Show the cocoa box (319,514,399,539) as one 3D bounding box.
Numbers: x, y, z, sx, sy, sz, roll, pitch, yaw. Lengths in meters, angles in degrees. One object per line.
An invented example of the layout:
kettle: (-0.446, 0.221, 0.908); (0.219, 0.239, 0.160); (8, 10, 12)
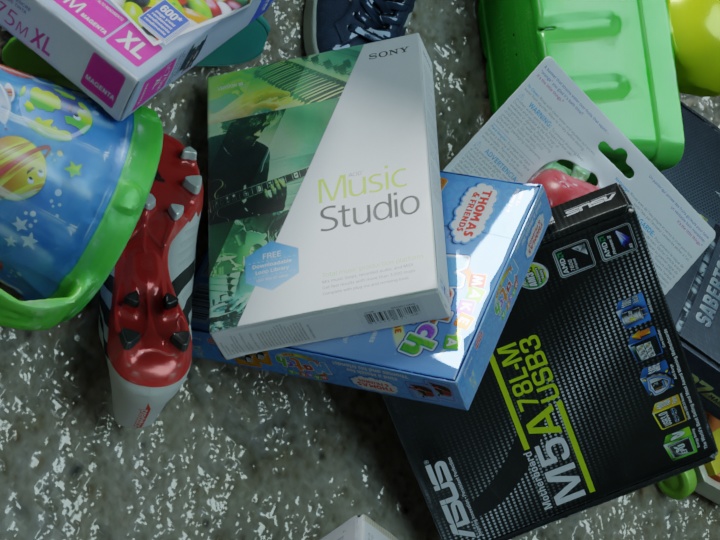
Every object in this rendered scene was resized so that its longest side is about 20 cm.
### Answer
cocoa box: (-0.003, 0.275, 1.453); (0.131, 0.133, 0.201); (38, 32, -26)

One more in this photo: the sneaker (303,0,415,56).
sneaker: (0.021, -0.204, 1.662); (0.075, 0.084, 0.201); (24, 66, -33)

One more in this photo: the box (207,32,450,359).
box: (-0.022, -0.048, 1.522); (0.036, 0.143, 0.201); (65, 17, -52)

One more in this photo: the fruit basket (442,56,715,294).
fruit basket: (0.113, -0.011, 1.647); (0.185, 0.094, 0.200); (43, 83, -23)

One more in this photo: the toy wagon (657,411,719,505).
toy wagon: (0.256, 0.071, 1.819); (0.155, 0.039, 0.201); (-27, 97, -40)

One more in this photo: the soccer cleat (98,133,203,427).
soccer cleat: (-0.132, 0.003, 1.504); (0.068, 0.085, 0.201); (6, 50, -14)

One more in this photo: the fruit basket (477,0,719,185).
fruit basket: (0.197, -0.164, 1.750); (0.214, 0.155, 0.217); (5, 78, -23)

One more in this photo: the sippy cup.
sippy cup: (-0.201, -0.057, 1.423); (0.130, 0.178, 0.140); (26, 100, -21)

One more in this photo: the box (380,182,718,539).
box: (0.111, 0.067, 1.591); (0.192, 0.048, 0.201); (-21, 115, 1)

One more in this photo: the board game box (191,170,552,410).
board game box: (0.000, 0.000, 1.530); (0.152, 0.199, 0.037); (-64, 149, -29)

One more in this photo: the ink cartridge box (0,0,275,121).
ink cartridge box: (-0.128, -0.175, 1.469); (0.119, 0.042, 0.200); (38, 39, 7)

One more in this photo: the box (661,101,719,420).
box: (0.251, -0.005, 1.786); (0.157, 0.051, 0.200); (35, 50, -7)

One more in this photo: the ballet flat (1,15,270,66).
ballet flat: (-0.143, -0.175, 1.537); (0.199, 0.072, 0.072); (5, 76, -40)
